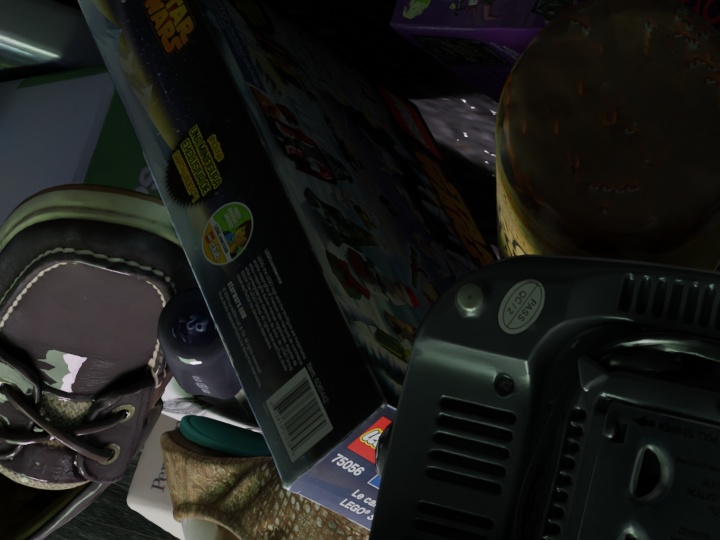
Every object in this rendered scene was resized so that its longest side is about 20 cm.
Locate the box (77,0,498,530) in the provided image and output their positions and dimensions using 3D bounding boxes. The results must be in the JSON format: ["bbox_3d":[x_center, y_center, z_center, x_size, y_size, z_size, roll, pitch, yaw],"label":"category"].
[{"bbox_3d":[0.000,0.000,0.764,0.137,0.040,0.201,32,-156,-47],"label":"box"}]

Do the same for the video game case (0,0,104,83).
[{"bbox_3d":[-0.101,-0.060,0.974,0.199,0.024,0.182,20,167,-4],"label":"video game case"}]

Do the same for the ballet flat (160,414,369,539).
[{"bbox_3d":[-0.027,0.086,0.847,0.070,0.066,0.200,15,176,-16],"label":"ballet flat"}]

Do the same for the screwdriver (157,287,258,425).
[{"bbox_3d":[-0.036,0.033,0.813,0.029,0.028,0.200,-20,169,4],"label":"screwdriver"}]

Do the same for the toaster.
[{"bbox_3d":[0.108,0.066,0.609,0.199,0.115,0.129,11,177,27],"label":"toaster"}]

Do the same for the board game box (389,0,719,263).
[{"bbox_3d":[0.114,-0.037,0.750,0.120,0.032,0.200,12,167,45],"label":"board game box"}]

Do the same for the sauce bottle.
[{"bbox_3d":[0.068,-0.014,0.696,0.066,0.066,0.200,17,167,8],"label":"sauce bottle"}]

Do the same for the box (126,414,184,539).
[{"bbox_3d":[0.016,0.084,1.180,0.199,0.129,0.109,12,166,28],"label":"box"}]

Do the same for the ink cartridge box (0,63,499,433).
[{"bbox_3d":[-0.050,0.006,0.936,0.199,0.085,0.146,26,165,-30],"label":"ink cartridge box"}]

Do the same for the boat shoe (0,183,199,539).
[{"bbox_3d":[-0.091,0.039,0.812,0.073,0.065,0.200,14,152,-9],"label":"boat shoe"}]
